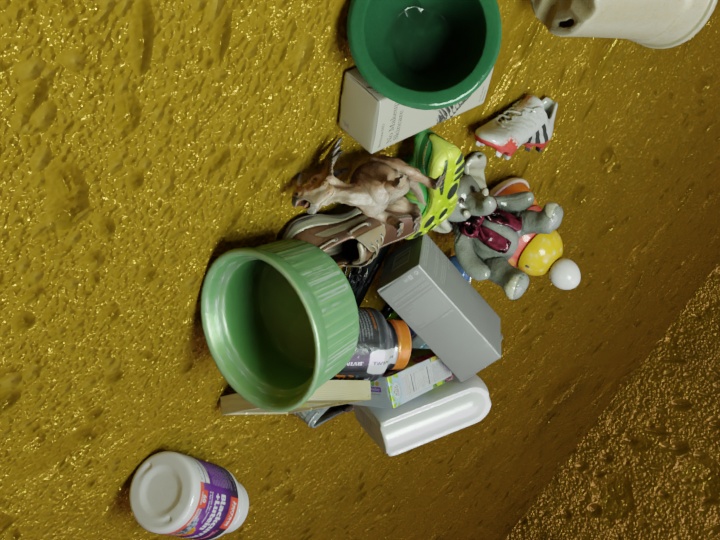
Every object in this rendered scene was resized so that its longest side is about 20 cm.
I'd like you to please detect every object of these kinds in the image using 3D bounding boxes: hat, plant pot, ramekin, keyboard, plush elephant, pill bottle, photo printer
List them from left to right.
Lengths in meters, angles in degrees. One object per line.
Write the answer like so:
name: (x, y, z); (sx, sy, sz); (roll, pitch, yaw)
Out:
pill bottle: (-0.244, 0.339, 1.324); (0.112, 0.111, 0.200); (-46, 152, 0)
ramekin: (-0.095, 0.060, 1.092); (0.097, 0.199, 0.202); (-23, 145, -48)
pill bottle: (-0.028, 0.105, 1.259); (0.196, 0.107, 0.107); (1, 131, -24)
keyboard: (0.000, 0.000, 1.326); (0.202, 0.039, 0.104); (-64, 171, 27)
hat: (0.071, -0.272, 1.047); (0.176, 0.196, 0.169); (-128, -128, -77)
photo printer: (0.101, 0.211, 1.420); (0.196, 0.166, 0.071); (-18, 105, -13)
plush elephant: (0.180, -0.082, 1.344); (0.166, 0.199, 0.155); (-54, 131, -11)
plant pot: (0.320, -0.376, 1.131); (0.181, 0.202, 0.203); (-14, 140, -27)

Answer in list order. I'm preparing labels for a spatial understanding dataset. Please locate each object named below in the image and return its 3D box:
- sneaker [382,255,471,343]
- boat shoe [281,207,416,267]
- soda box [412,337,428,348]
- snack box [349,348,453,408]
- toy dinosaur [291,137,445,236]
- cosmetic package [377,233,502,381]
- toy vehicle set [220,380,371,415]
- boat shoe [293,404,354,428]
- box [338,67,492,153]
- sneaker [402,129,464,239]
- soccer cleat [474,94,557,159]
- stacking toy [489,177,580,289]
sneaker: (0.104, 0.050, 1.471); (0.200, 0.079, 0.089); (-45, 154, -4)
boat shoe: (-0.004, -0.037, 1.171); (0.196, 0.072, 0.076); (-15, 143, -21)
soda box: (0.102, 0.119, 1.570); (0.200, 0.063, 0.069); (-42, 152, -10)
snack box: (0.026, 0.164, 1.400); (0.141, 0.198, 0.054); (-17, 99, -41)
toy dinosaur: (0.018, -0.112, 1.110); (0.199, 0.134, 0.087); (-18, 133, -55)
cosmetic package: (0.123, 0.054, 1.334); (0.089, 0.201, 0.107); (-32, -161, 24)
toy vehicle set: (-0.094, 0.181, 1.264); (0.123, 0.027, 0.198); (7, 163, -41)
boat shoe: (-0.036, 0.220, 1.508); (0.200, 0.065, 0.075); (-3, 131, -52)
box: (0.070, -0.221, 1.085); (0.198, 0.068, 0.083); (-29, 147, -30)
sneaker: (0.091, -0.119, 1.232); (0.073, 0.084, 0.201); (-25, 154, -25)
soccer cleat: (0.234, -0.218, 1.326); (0.198, 0.068, 0.087); (-14, 130, -50)
stacking toy: (0.282, -0.043, 1.467); (0.145, 0.200, 0.147); (-32, 149, -23)
